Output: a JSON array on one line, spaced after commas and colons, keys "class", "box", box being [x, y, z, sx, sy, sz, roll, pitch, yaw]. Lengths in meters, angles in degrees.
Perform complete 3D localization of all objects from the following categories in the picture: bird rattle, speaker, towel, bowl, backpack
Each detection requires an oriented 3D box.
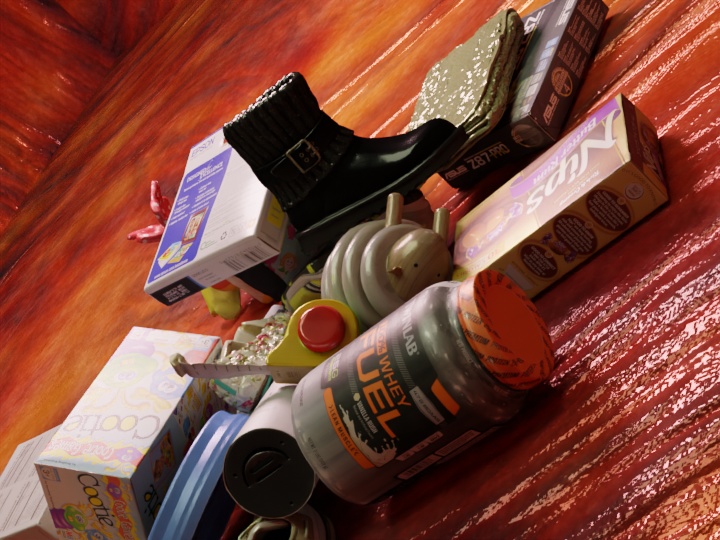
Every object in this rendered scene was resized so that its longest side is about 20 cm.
[{"class": "bird rattle", "box": [-0.179, -0.024, 1.724, 0.162, 0.200, 0.113, 27, 75, 45]}, {"class": "speaker", "box": [-0.060, 0.141, 1.240, 0.081, 0.081, 0.200, -42, 4, 16]}, {"class": "towel", "box": [0.105, -0.178, 1.472, 0.148, 0.036, 0.202, -34, 28, 40]}, {"class": "bowl", "box": [-0.149, 0.221, 1.280, 0.201, 0.039, 0.203, 23, -91, -84]}, {"class": "backpack", "box": [-0.058, -0.066, 1.568, 0.202, 0.149, 0.177, -60, 13, 1]}]

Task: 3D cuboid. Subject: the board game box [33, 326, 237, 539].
[{"class": "board game box", "box": [-0.208, 0.159, 1.346, 0.101, 0.106, 0.201, 6, 37, 19]}]

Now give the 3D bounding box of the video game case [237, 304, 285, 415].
[{"class": "video game case", "box": [-0.104, 0.117, 1.534, 0.183, 0.023, 0.199, -55, 21, -15]}]

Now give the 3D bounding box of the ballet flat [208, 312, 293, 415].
[{"class": "ballet flat", "box": [-0.100, 0.079, 1.386, 0.200, 0.063, 0.077, -53, -16, -74]}]

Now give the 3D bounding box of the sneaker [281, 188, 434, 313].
[{"class": "sneaker", "box": [0.000, 0.000, 1.433, 0.199, 0.077, 0.075, -35, 4, 29]}]

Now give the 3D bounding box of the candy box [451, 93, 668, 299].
[{"class": "candy box", "box": [0.169, -0.050, 1.223, 0.199, 0.056, 0.117, -39, 22, 28]}]

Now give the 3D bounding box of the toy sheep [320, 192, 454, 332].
[{"class": "toy sheep", "box": [0.024, 0.014, 1.307, 0.139, 0.137, 0.200, -60, 8, -29]}]

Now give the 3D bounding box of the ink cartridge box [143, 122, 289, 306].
[{"class": "ink cartridge box", "box": [-0.136, -0.079, 1.506, 0.196, 0.047, 0.202, -25, 40, 44]}]

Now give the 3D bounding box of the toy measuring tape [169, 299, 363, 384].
[{"class": "toy measuring tape", "box": [-0.067, 0.061, 1.242, 0.197, 0.074, 0.074, 0, 37, 10]}]

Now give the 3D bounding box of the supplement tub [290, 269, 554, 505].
[{"class": "supplement tub", "box": [0.049, 0.091, 1.123, 0.199, 0.122, 0.123, -37, 23, 30]}]

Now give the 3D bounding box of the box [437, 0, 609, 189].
[{"class": "box", "box": [0.167, -0.193, 1.488, 0.160, 0.049, 0.202, -20, 36, 49]}]

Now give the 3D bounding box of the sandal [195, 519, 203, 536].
[{"class": "sandal", "box": [-0.222, 0.307, 1.351, 0.204, 0.082, 0.050, -57, 22, -12]}]

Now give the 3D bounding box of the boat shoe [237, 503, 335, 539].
[{"class": "boat shoe", "box": [-0.064, 0.232, 1.184, 0.075, 0.068, 0.200, -48, 20, 0]}]

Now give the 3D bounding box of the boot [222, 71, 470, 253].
[{"class": "boot", "box": [-0.016, -0.130, 1.368, 0.209, 0.159, 0.079, -30, 7, 11]}]

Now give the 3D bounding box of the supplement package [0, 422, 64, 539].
[{"class": "supplement package", "box": [-0.291, 0.263, 1.477, 0.199, 0.151, 0.152, -26, 30, 46]}]
